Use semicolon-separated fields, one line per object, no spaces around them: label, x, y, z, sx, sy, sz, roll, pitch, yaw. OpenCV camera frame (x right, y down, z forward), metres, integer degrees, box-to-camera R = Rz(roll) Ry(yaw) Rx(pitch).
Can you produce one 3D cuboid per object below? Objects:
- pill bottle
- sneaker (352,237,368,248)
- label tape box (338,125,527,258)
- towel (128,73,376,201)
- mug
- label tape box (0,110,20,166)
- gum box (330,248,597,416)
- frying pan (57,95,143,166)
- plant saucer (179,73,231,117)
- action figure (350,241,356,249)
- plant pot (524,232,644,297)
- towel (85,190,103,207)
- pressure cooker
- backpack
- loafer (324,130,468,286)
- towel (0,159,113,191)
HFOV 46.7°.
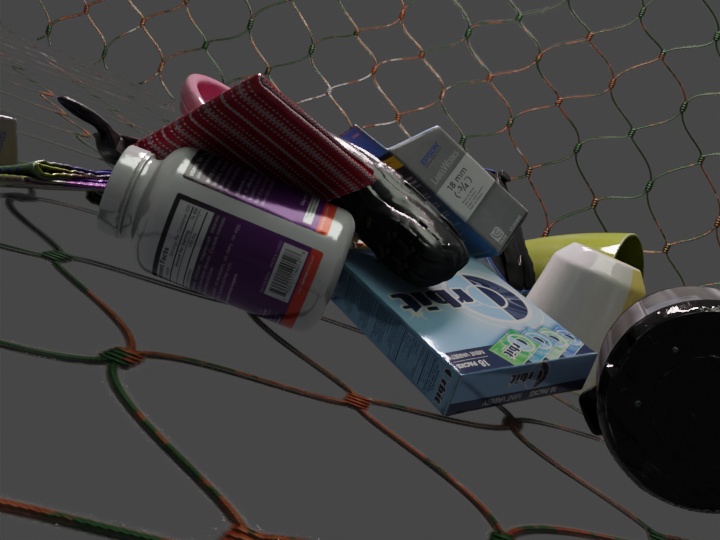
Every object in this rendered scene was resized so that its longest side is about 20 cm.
pill bottle;-0.112;-0.032;0.703;0.199;0.113;0.112;22;9;-5
sneaker;-0.038;-0.065;1.085;0.091;0.075;0.200;65;11;9
label tape box;0.063;-0.096;0.902;0.200;0.063;0.144;41;-16;-13
towel;-0.100;-0.094;0.732;0.199;0.023;0.144;-15;-40;43
mug;0.273;0.057;0.993;0.186;0.154;0.149;17;10;-35
label tape box;-0.411;-0.149;0.800;0.144;0.064;0.200;27;11;22
gum box;0.085;0.044;0.760;0.169;0.045;0.200;-2;32;-37
frying pan;-0.210;-0.115;0.798;0.114;0.031;0.190;14;-4;-2
plant saucer;-0.112;-0.120;0.872;0.200;0.051;0.201;39;16;-13
action figure;0.000;0.000;0.991;0.199;0.055;0.118;19;6;-46
plant pot;0.307;0.021;1.283;0.199;0.189;0.187;12;2;34
towel;-0.164;-0.064;0.892;0.192;0.035;0.200;27;29;14
pressure cooker;0.297;0.100;0.734;0.175;0.180;0.200;22;10;12
backpack;0.159;-0.038;1.213;0.183;0.146;0.201;5;60;-57
loafer;0.017;-0.061;0.770;0.201;0.068;0.070;45;34;25
towel;-0.280;-0.083;0.731;0.142;0.023;0.200;4;4;18
